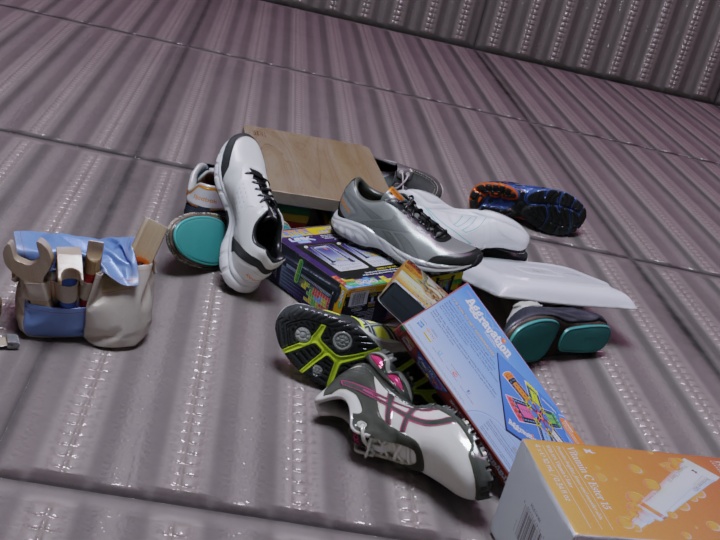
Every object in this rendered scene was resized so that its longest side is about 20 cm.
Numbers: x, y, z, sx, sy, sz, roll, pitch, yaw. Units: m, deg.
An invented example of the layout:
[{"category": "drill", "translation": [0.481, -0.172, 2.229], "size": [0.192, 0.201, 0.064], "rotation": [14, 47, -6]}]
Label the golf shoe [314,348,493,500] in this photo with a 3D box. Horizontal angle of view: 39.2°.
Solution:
[{"category": "golf shoe", "translation": [0.040, 0.155, 0.925], "size": [0.088, 0.077, 0.200], "rotation": [-24, 37, -26]}]

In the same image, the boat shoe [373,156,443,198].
[{"category": "boat shoe", "translation": [0.028, -0.140, 1.563], "size": [0.199, 0.067, 0.057], "rotation": [15, -7, 20]}]

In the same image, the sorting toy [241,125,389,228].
[{"category": "sorting toy", "translation": [-0.068, -0.120, 1.451], "size": [0.198, 0.070, 0.200], "rotation": [8, 30, -19]}]

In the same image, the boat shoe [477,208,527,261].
[{"category": "boat shoe", "translation": [0.154, -0.062, 1.465], "size": [0.199, 0.066, 0.074], "rotation": [23, 22, 28]}]

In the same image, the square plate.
[{"category": "square plate", "translation": [0.232, 0.013, 1.333], "size": [0.197, 0.029, 0.200], "rotation": [5, 10, -17]}]

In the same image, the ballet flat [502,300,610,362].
[{"category": "ballet flat", "translation": [0.217, 0.070, 1.208], "size": [0.199, 0.073, 0.073], "rotation": [2, 25, -42]}]

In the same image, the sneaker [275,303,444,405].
[{"category": "sneaker", "translation": [0.004, 0.086, 1.053], "size": [0.199, 0.076, 0.076], "rotation": [22, 14, -8]}]

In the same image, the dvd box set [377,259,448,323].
[{"category": "dvd box set", "translation": [0.088, 0.055, 1.081], "size": [0.146, 0.029, 0.200], "rotation": [42, 10, 1]}]

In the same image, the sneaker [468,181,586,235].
[{"category": "sneaker", "translation": [0.274, -0.114, 1.660], "size": [0.199, 0.076, 0.078], "rotation": [15, 19, -4]}]

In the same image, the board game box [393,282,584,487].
[{"category": "board game box", "translation": [0.125, 0.115, 0.951], "size": [0.103, 0.019, 0.200], "rotation": [-28, 79, -39]}]

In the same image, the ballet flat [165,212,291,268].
[{"category": "ballet flat", "translation": [-0.173, -0.038, 1.244], "size": [0.075, 0.068, 0.199], "rotation": [5, 6, 43]}]

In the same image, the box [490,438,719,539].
[{"category": "box", "translation": [0.227, 0.220, 0.828], "size": [0.199, 0.098, 0.124], "rotation": [8, 23, -16]}]

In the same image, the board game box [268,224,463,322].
[{"category": "board game box", "translation": [0.000, 0.000, 1.254], "size": [0.199, 0.057, 0.165], "rotation": [-7, 29, -42]}]

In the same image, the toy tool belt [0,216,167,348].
[{"category": "toy tool belt", "translation": [-0.294, -0.001, 0.993], "size": [0.199, 0.123, 0.125], "rotation": [2, 25, -26]}]

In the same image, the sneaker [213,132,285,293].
[{"category": "sneaker", "translation": [-0.122, -0.076, 1.196], "size": [0.074, 0.080, 0.201], "rotation": [12, 61, -41]}]

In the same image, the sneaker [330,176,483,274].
[{"category": "sneaker", "translation": [0.057, -0.052, 1.236], "size": [0.199, 0.080, 0.074], "rotation": [23, 22, 18]}]

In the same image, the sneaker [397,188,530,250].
[{"category": "sneaker", "translation": [0.133, -0.048, 1.380], "size": [0.199, 0.081, 0.070], "rotation": [13, -14, -9]}]

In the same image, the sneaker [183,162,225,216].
[{"category": "sneaker", "translation": [-0.187, -0.107, 1.362], "size": [0.078, 0.080, 0.200], "rotation": [12, 21, -3]}]
